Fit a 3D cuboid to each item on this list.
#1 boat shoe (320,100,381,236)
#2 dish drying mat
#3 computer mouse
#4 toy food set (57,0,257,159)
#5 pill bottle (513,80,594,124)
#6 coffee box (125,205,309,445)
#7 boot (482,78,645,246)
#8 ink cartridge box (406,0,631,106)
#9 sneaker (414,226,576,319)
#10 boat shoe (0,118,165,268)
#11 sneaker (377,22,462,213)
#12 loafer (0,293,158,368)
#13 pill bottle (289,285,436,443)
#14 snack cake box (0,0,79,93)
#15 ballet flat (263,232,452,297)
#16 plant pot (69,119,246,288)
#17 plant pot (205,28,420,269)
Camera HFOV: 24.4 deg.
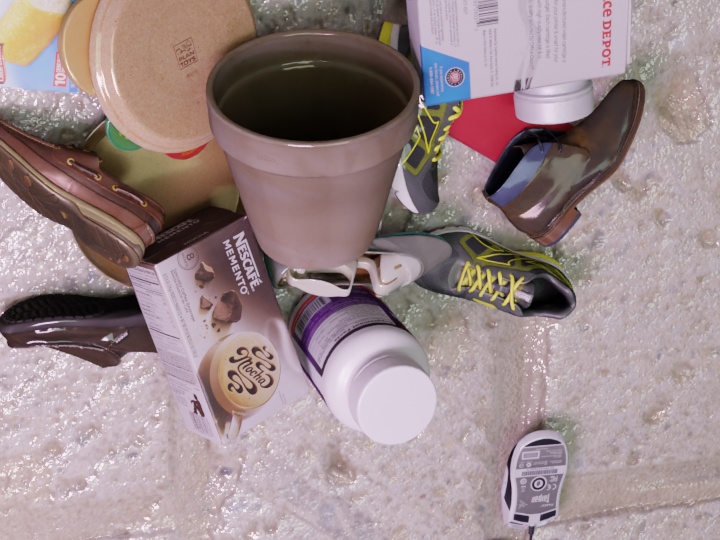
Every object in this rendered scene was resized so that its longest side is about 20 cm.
[{"bbox_3d":[-0.021,-0.119,1.676,0.060,0.072,0.203,-16,117,-18],"label":"boat shoe"},{"bbox_3d":[0.161,-0.148,1.761,0.199,0.018,0.077,28,100,-26],"label":"dish drying mat"},{"bbox_3d":[0.198,0.263,1.919,0.109,0.044,0.202,-1,116,-14],"label":"computer mouse"},{"bbox_3d":[-0.178,-0.203,1.559,0.200,0.048,0.199,-49,128,-24],"label":"toy food set"},{"bbox_3d":[0.188,-0.255,1.675,0.111,0.111,0.202,-14,114,-14],"label":"pill bottle"},{"bbox_3d":[-0.142,0.052,1.639,0.113,0.080,0.201,-29,113,-27],"label":"coffee box"},{"bbox_3d":[0.213,-0.127,1.735,0.097,0.075,0.201,27,101,-28],"label":"boot"},{"bbox_3d":[0.145,-0.247,1.546,0.198,0.085,0.147,-10,135,-3],"label":"ink cartridge box"},{"bbox_3d":[0.146,0.005,1.776,0.198,0.085,0.075,8,107,-22],"label":"sneaker"},{"bbox_3d":[-0.274,-0.083,1.578,0.199,0.072,0.068,35,65,5],"label":"boat shoe"},{"bbox_3d":[0.065,-0.152,1.670,0.084,0.075,0.202,-4,114,13],"label":"sneaker"},{"bbox_3d":[-0.262,0.067,1.660,0.198,0.073,0.072,-1,109,-19],"label":"loafer"},{"bbox_3d":[0.005,0.095,1.686,0.110,0.200,0.112,-7,113,-17],"label":"pill bottle"},{"bbox_3d":[-0.309,-0.270,1.519,0.114,0.067,0.202,1,110,-21],"label":"snack cake box"},{"bbox_3d":[0.000,0.000,1.689,0.198,0.064,0.068,1,142,-14],"label":"ballet flat"},{"bbox_3d":[-0.197,-0.077,1.655,0.198,0.027,0.202,-7,111,-17],"label":"plant pot"},{"bbox_3d":[-0.043,-0.102,1.565,0.198,0.200,0.175,-12,128,-15],"label":"plant pot"}]
